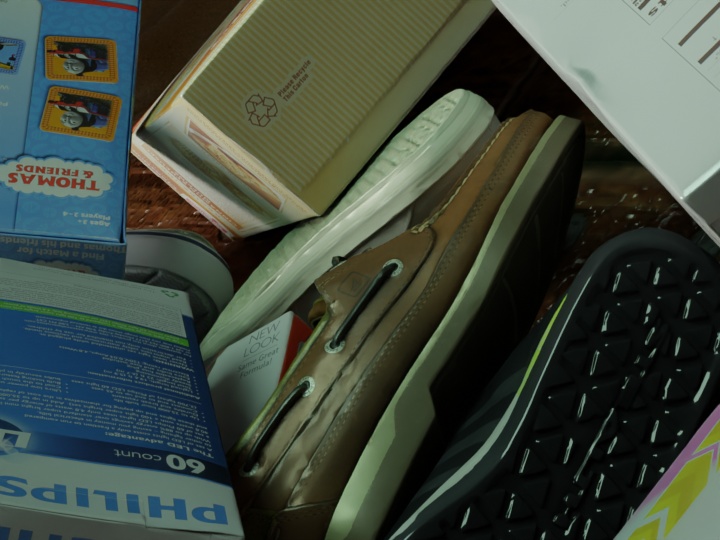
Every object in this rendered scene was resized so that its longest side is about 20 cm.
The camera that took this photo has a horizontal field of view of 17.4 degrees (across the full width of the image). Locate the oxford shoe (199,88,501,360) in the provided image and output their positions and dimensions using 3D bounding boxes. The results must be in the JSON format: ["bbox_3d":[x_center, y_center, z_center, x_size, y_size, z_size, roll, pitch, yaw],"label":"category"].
[{"bbox_3d":[0.000,0.000,0.911,0.200,0.058,0.075,-37,16,47],"label":"oxford shoe"}]

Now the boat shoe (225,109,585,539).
[{"bbox_3d":[0.013,0.017,0.781,0.068,0.072,0.200,18,55,19],"label":"boat shoe"}]

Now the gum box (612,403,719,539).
[{"bbox_3d":[0.096,0.118,0.581,0.200,0.066,0.113,-50,28,-9],"label":"gum box"}]

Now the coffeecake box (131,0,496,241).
[{"bbox_3d":[-0.015,-0.095,0.985,0.154,0.073,0.200,-50,8,-10],"label":"coffeecake box"}]

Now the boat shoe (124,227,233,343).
[{"bbox_3d":[-0.120,0.009,1.052,0.200,0.072,0.062,-19,37,50],"label":"boat shoe"}]

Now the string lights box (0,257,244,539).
[{"bbox_3d":[-0.100,0.057,0.742,0.200,0.102,0.059,-112,35,-69],"label":"string lights box"}]

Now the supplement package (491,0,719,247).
[{"bbox_3d":[0.136,-0.061,0.728,0.110,0.114,0.200,-43,27,7],"label":"supplement package"}]

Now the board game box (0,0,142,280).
[{"bbox_3d":[-0.170,-0.071,0.992,0.200,0.151,0.037,-92,9,-49],"label":"board game box"}]

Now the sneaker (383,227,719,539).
[{"bbox_3d":[0.054,0.076,0.732,0.200,0.072,0.083,-53,1,-15],"label":"sneaker"}]

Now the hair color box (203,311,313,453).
[{"bbox_3d":[-0.059,0.120,0.814,0.111,0.064,0.200,-31,29,30],"label":"hair color box"}]

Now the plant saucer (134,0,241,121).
[{"bbox_3d":[-0.138,-0.132,1.161,0.200,0.200,0.035,-36,64,19],"label":"plant saucer"}]
